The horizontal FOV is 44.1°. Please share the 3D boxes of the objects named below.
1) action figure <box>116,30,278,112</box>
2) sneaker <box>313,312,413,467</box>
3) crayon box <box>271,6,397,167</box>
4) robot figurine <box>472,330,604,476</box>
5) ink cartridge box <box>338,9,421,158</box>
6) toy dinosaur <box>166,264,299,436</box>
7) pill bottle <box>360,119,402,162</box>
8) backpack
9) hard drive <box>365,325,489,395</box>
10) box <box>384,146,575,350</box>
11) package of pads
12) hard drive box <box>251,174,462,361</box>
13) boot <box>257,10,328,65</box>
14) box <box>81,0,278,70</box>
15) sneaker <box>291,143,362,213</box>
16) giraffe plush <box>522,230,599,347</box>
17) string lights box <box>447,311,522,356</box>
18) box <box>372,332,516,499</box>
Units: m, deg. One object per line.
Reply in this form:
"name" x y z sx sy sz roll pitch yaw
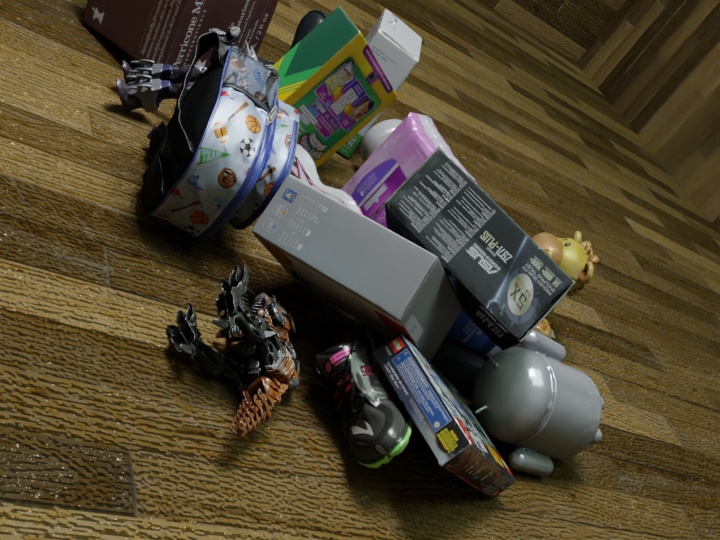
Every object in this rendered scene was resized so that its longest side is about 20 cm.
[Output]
"action figure" -0.199 -0.237 1.114 0.196 0.070 0.132 -6 51 -2
"sneaker" -0.009 0.118 0.901 0.084 0.076 0.201 45 9 -38
"crayon box" -0.051 -0.241 1.226 0.059 0.172 0.200 52 5 21
"robot figurine" 0.216 0.162 1.090 0.198 0.112 0.173 22 66 -34
"ink cartridge box" 0.011 -0.305 1.442 0.082 0.201 0.147 33 27 -11
"toy dinosaur" -0.101 0.076 0.850 0.136 0.102 0.200 46 0 -24
"pill bottle" 0.071 -0.134 1.360 0.112 0.114 0.202 17 34 -37
"backpack" -0.161 -0.129 0.992 0.152 0.200 0.192 29 41 -16
"hard drive" 0.091 0.083 1.132 0.198 0.042 0.136 24 31 -30
"box" 0.123 -0.016 0.975 0.200 0.086 0.164 46 -4 7
"package of pads" 0.048 -0.094 1.173 0.075 0.200 0.121 10 41 -51
"hard drive box" 0.000 0.000 0.967 0.198 0.077 0.156 29 -11 25
"boot" -0.111 -0.299 1.315 0.075 0.204 0.167 8 3 35
"box" -0.243 -0.379 1.240 0.163 0.168 0.199 36 25 18
"sneaker" -0.077 -0.083 1.153 0.085 0.081 0.200 -12 47 -43
"giraffe plush" 0.276 0.016 1.338 0.198 0.163 0.174 15 35 -39
"string lights box" 0.114 0.031 1.125 0.198 0.059 0.104 26 30 -25
"box" 0.093 0.158 0.937 0.138 0.040 0.200 58 6 30
